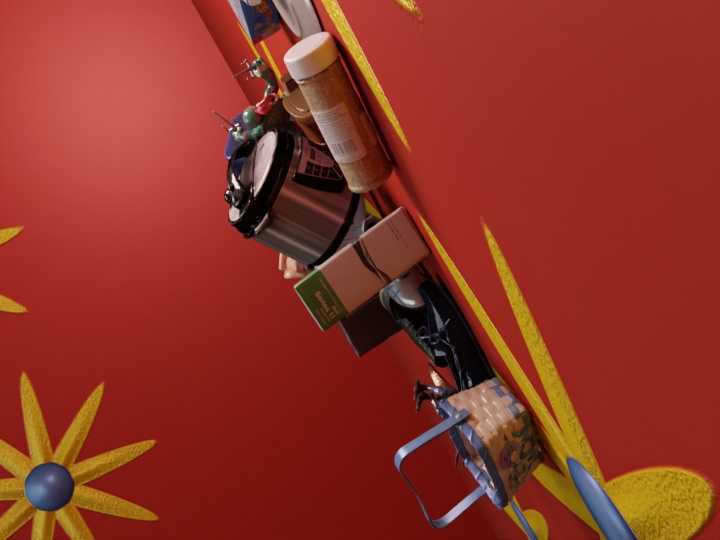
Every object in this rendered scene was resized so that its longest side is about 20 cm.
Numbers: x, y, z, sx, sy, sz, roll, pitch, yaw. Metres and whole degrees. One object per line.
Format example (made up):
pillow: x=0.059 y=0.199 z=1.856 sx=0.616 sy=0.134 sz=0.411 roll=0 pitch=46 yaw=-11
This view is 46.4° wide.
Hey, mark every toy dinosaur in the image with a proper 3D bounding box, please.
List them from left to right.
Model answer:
toy dinosaur: x=0.181 y=0.228 z=1.449 sx=0.106 sy=0.177 sz=0.202 roll=84 pitch=-160 yaw=-44

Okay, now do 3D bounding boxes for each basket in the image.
basket: x=0.155 y=0.264 z=1.204 sx=0.178 sy=0.198 sz=0.140 roll=60 pitch=176 yaw=-38

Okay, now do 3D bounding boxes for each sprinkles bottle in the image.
sprinkles bottle: x=-0.026 y=-0.199 z=1.076 sx=0.202 sy=0.067 sz=0.068 roll=62 pitch=175 yaw=-30

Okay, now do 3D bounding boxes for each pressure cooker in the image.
pressure cooker: x=-0.118 y=-0.118 z=1.307 sx=0.197 sy=0.182 sz=0.175 roll=26 pitch=173 yaw=-22

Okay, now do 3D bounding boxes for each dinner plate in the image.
dinner plate: x=-0.104 y=-0.376 z=1.111 sx=0.203 sy=0.024 sz=0.200 roll=59 pitch=177 yaw=5

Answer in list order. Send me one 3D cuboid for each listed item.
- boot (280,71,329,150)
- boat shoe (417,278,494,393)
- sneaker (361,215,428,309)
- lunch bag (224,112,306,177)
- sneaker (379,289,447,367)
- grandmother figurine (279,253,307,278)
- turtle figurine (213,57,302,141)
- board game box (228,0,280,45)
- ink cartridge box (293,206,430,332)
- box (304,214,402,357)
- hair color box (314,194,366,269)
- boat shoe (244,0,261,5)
boot: x=-0.058 y=-0.227 z=1.319 sx=0.156 sy=0.073 sz=0.201 roll=60 pitch=-176 yaw=-29
boat shoe: x=0.137 y=0.111 z=1.282 sx=0.203 sy=0.068 sz=0.084 roll=60 pitch=176 yaw=0
sneaker: x=0.054 y=-0.013 z=1.396 sx=0.201 sy=0.071 sz=0.073 roll=55 pitch=-179 yaw=39
lunch bag: x=-0.160 y=-0.219 z=1.601 sx=0.133 sy=0.195 sz=0.138 roll=64 pitch=-154 yaw=-47
sneaker: x=0.110 y=0.090 z=1.523 sx=0.106 sy=0.075 sz=0.200 roll=49 pitch=178 yaw=45
grandmother figurine: x=-0.120 y=-0.091 z=1.519 sx=0.121 sy=0.059 sz=0.205 roll=-142 pitch=50 yaw=-74
turtle figurine: x=-0.160 y=-0.269 z=1.418 sx=0.101 sy=0.151 sz=0.199 roll=43 pitch=-153 yaw=16
board game box: x=-0.202 y=-0.482 z=1.300 sx=0.203 sy=0.055 sz=0.196 roll=60 pitch=176 yaw=5
ink cartridge box: x=0.000 y=0.000 z=1.275 sx=0.084 sy=0.198 sz=0.147 roll=54 pitch=176 yaw=0
box: x=0.001 y=0.024 z=1.645 sx=0.203 sy=0.164 sz=0.164 roll=61 pitch=174 yaw=-16
hair color box: x=-0.040 y=-0.077 z=1.484 sx=0.061 sy=0.098 sz=0.204 roll=-128 pitch=29 yaw=-65
boat shoe: x=-0.187 y=-0.441 z=1.141 sx=0.074 sy=0.064 sz=0.204 roll=74 pitch=176 yaw=-71
